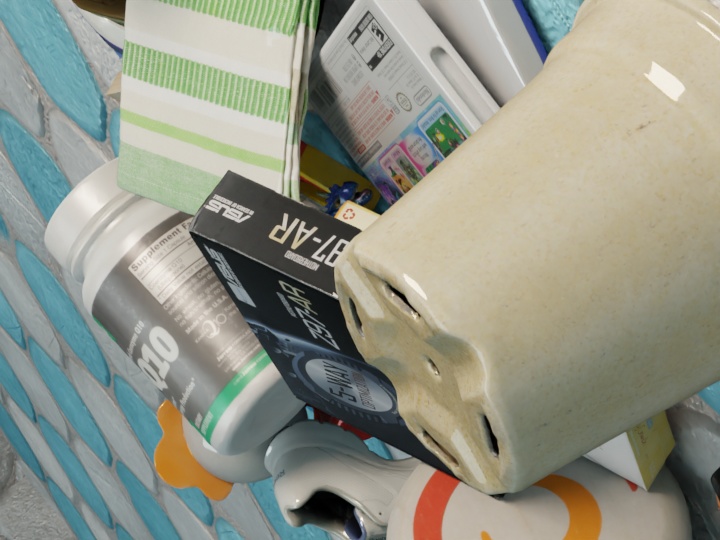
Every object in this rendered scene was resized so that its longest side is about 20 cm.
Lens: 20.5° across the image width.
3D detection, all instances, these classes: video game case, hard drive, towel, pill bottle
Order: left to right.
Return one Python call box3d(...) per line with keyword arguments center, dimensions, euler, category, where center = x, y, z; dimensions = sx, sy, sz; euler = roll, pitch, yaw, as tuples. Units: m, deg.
box3d(center=(-0.119, 0.021, 1.372), dimensions=(0.200, 0.113, 0.113), euler=(45, 160, 16), category="pill bottle")
box3d(center=(-0.083, -0.128, 1.171), dimensions=(0.152, 0.023, 0.201), euler=(20, 114, 37), category="towel")
box3d(center=(0.044, -0.062, 1.110), dimensions=(0.182, 0.024, 0.200), euler=(52, 164, 0), category="video game case")
box3d(center=(0.050, -0.133, 1.060), dimensions=(0.201, 0.025, 0.132), euler=(62, 162, -16), category="hard drive")

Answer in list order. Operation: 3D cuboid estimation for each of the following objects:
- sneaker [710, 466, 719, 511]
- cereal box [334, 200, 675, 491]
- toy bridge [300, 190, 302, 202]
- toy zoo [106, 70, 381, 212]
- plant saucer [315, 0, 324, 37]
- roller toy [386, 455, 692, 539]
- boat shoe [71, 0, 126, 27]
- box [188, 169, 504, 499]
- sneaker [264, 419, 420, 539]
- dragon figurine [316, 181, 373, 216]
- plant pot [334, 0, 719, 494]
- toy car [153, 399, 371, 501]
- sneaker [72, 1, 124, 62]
box3d(center=(0.230, 0.130, 0.968), dimensions=(0.090, 0.070, 0.200), euler=(55, 165, -5), category="sneaker")
box3d(center=(0.079, 0.043, 1.142), dimensions=(0.199, 0.040, 0.144), euler=(27, 163, 29), category="cereal box")
box3d(center=(-0.068, -0.042, 1.393), dimensions=(0.067, 0.027, 0.200), euler=(27, 172, -13), category="toy bridge")
box3d(center=(-0.067, -0.079, 1.332), dimensions=(0.199, 0.021, 0.131), euler=(30, 172, -18), category="toy zoo")
box3d(center=(-0.080, -0.222, 1.239), dimensions=(0.200, 0.032, 0.201), euler=(48, 160, 23), category="plant saucer")
box3d(center=(0.115, 0.191, 1.200), dimensions=(0.199, 0.183, 0.140), euler=(18, 144, 28), category="roller toy")
box3d(center=(-0.097, -0.162, 1.244), dimensions=(0.200, 0.074, 0.065), euler=(29, -176, 36), category="boat shoe")
box3d(center=(0.005, 0.039, 1.129), dimensions=(0.160, 0.044, 0.200), euler=(25, 159, 30), category="box")
box3d(center=(0.028, 0.170, 1.408), dimensions=(0.087, 0.199, 0.075), euler=(-93, 15, -57), category="sneaker")
box3d(center=(0.000, 0.000, 1.303), dimensions=(0.099, 0.059, 0.200), euler=(26, 161, -4), category="dragon figurine")
box3d(center=(0.096, -0.002, 0.907), dimensions=(0.201, 0.183, 0.201), euler=(49, 161, 23), category="plant pot")
box3d(center=(-0.076, 0.079, 1.479), dimensions=(0.177, 0.200, 0.184), euler=(59, 162, -8), category="toy car")
box3d(center=(-0.148, -0.149, 1.463), dimensions=(0.200, 0.080, 0.147), euler=(44, 155, 20), category="sneaker")
